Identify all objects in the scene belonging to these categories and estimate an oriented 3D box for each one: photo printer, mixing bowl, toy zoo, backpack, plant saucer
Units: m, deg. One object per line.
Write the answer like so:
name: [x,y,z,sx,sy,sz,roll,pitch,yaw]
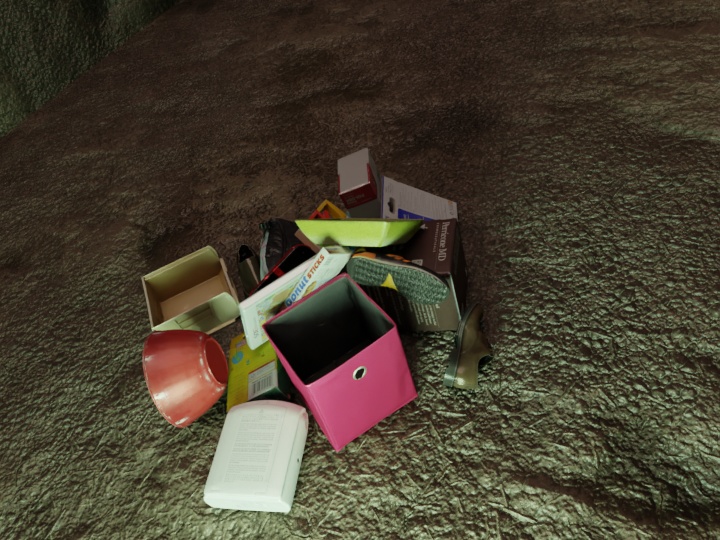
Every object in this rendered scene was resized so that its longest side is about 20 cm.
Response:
photo printer: [-0.185,0.332,1.235,0.163,0.070,0.202,-3,48,15]
mixing bowl: [-0.332,0.199,1.343,0.107,0.202,0.202,-19,40,9]
toy zoo: [-0.062,-0.088,1.563,0.020,0.131,0.201,-43,8,34]
backpack: [-0.159,-0.017,1.557,0.164,0.128,0.202,4,45,-3]
plant saucer: [0.002,-0.076,1.313,0.197,0.049,0.199,2,6,25]

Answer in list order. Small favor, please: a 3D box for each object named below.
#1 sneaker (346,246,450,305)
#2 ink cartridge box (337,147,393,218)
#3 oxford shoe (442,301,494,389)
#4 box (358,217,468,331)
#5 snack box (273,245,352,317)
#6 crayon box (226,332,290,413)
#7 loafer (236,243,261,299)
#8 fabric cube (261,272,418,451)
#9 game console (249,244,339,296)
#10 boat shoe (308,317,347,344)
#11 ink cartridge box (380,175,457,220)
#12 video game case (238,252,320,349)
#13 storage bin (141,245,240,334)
sneaker: [0.078,-0.004,1.259,0.197,0.071,0.090,16,36,11]
ink cartridge box: [0.022,-0.159,1.589,0.082,0.201,0.148,-19,39,14]
oxford shoe: [0.217,0.147,1.294,0.083,0.073,0.202,13,51,11]
box: [0.110,0.012,1.397,0.196,0.166,0.167,-4,43,18]
snack box: [-0.093,0.033,1.289,0.071,0.201,0.024,-6,50,-52]
crayon box: [-0.210,0.200,1.391,0.126,0.051,0.202,-28,39,16]
loafer: [-0.268,0.006,1.629,0.072,0.072,0.201,-27,41,-8]
fabric cube: [-0.036,0.169,1.263,0.195,0.201,0.200,-31,42,-14]
game console: [-0.113,0.060,1.445,0.200,0.031,0.177,42,70,-1]
boat shoe: [-0.080,0.108,1.390,0.198,0.072,0.065,-31,71,-17]
ink cartridge box: [0.131,-0.113,1.540,0.197,0.047,0.200,16,43,-11]
video game case: [-0.144,0.061,1.326,0.199,0.183,0.023,-34,68,-20]
storage bin: [-0.400,0.062,1.606,0.196,0.095,0.201,-26,41,-6]
